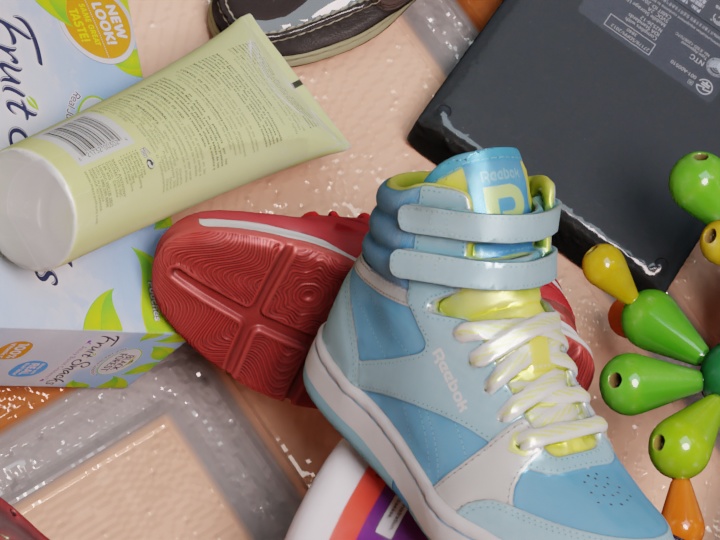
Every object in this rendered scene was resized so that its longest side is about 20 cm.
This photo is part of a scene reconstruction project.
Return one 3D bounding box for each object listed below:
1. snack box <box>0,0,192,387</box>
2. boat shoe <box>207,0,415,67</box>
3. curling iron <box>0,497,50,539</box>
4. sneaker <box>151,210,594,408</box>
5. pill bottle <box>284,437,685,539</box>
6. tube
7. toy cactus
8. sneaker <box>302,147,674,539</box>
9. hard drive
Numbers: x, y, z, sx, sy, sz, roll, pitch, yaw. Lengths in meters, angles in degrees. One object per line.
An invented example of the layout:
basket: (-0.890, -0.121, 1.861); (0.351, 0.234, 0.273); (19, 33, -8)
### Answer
snack box: (-0.179, -0.041, 1.022); (0.199, 0.068, 0.170); (3, 65, -39)
boat shoe: (0.017, -0.162, 1.149); (0.199, 0.065, 0.073); (-31, 72, -13)
curling iron: (-0.146, 0.100, 0.986); (0.200, 0.050, 0.026); (43, 82, -18)
sneaker: (0.000, 0.000, 1.074); (0.199, 0.079, 0.116); (20, 31, -21)
pill bottle: (0.071, 0.142, 0.989); (0.199, 0.113, 0.113); (23, 62, 19)
tube: (-0.078, -0.053, 1.037); (0.052, 0.058, 0.200); (8, 23, 31)
toy cactus: (0.182, 0.050, 1.059); (0.164, 0.102, 0.202); (-6, 77, -3)
sneaker: (0.056, 0.031, 0.923); (0.079, 0.131, 0.200); (-6, 32, -40)
hard drive: (0.131, -0.097, 1.181); (0.139, 0.033, 0.200); (35, 63, 2)
